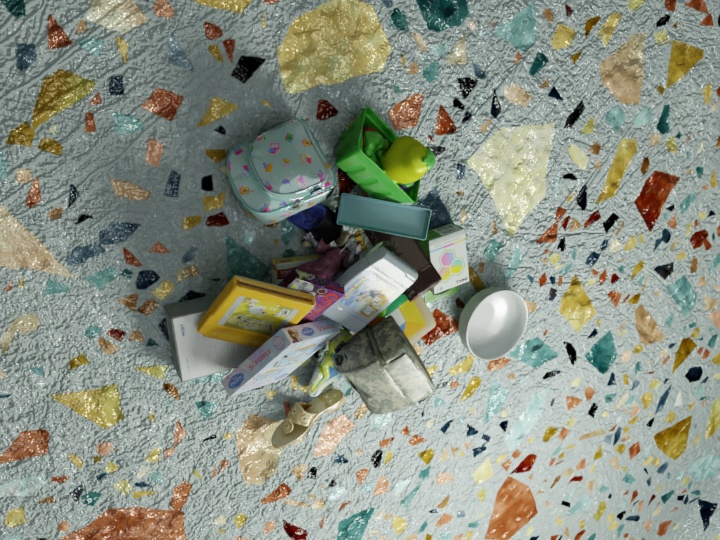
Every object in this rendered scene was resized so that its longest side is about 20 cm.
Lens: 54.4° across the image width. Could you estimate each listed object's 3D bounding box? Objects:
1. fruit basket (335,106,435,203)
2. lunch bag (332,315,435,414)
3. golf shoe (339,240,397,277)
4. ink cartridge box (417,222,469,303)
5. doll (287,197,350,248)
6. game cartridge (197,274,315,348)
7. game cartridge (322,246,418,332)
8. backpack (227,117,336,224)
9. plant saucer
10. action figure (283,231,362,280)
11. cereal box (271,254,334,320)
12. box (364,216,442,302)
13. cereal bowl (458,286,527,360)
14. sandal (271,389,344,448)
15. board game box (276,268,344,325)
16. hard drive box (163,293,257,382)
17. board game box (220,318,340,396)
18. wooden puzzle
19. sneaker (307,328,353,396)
[{"bbox_3d":[0.074,-0.240,1.476,0.216,0.215,0.156,39,45,-34],"label":"fruit basket"},{"bbox_3d":[0.048,0.222,1.571,0.168,0.139,0.200,-31,126,4],"label":"lunch bag"},{"bbox_3d":[0.000,0.000,1.541,0.077,0.088,0.200,16,120,-43],"label":"golf shoe"},{"bbox_3d":[0.208,-0.008,1.735,0.104,0.059,0.200,-19,117,-20],"label":"ink cartridge box"},{"bbox_3d":[-0.088,-0.112,1.542,0.136,0.048,0.200,-46,125,7],"label":"doll"},{"bbox_3d":[-0.214,0.092,1.411,0.176,0.032,0.200,16,137,-28],"label":"game cartridge"},{"bbox_3d":[0.011,0.042,1.491,0.200,0.042,0.133,-43,135,17],"label":"game cartridge"},{"bbox_3d":[-0.164,-0.193,1.398,0.200,0.153,0.176,-28,87,-5],"label":"backpack"},{"bbox_3d":[0.051,-0.117,1.526,0.200,0.019,0.070,10,98,-5],"label":"plant saucer"},{"bbox_3d":[-0.065,-0.003,1.511,0.200,0.134,0.149,-38,138,-26],"label":"action figure"},{"bbox_3d":[-0.130,0.064,1.598,0.144,0.040,0.200,-9,114,-26],"label":"cereal box"},{"bbox_3d":[0.094,-0.035,1.583,0.075,0.100,0.200,-33,82,-12],"label":"box"},{"bbox_3d":[0.338,0.130,1.846,0.200,0.083,0.200,-11,115,-23],"label":"cereal bowl"},{"bbox_3d":[-0.135,0.335,1.685,0.212,0.078,0.070,-31,128,-23],"label":"sandal"},{"bbox_3d":[-0.138,0.071,1.445,0.120,0.032,0.200,16,140,-34],"label":"board game box"},{"bbox_3d":[-0.307,0.135,1.513,0.200,0.077,0.156,-12,115,-24],"label":"hard drive box"},{"bbox_3d":[-0.167,0.182,1.497,0.199,0.041,0.200,-41,164,23],"label":"board game box"},{"bbox_3d":[0.079,0.114,1.656,0.185,0.037,0.200,-36,118,-16],"label":"wooden puzzle"},{"bbox_3d":[-0.050,0.235,1.654,0.105,0.076,0.200,24,119,-4],"label":"sneaker"}]
